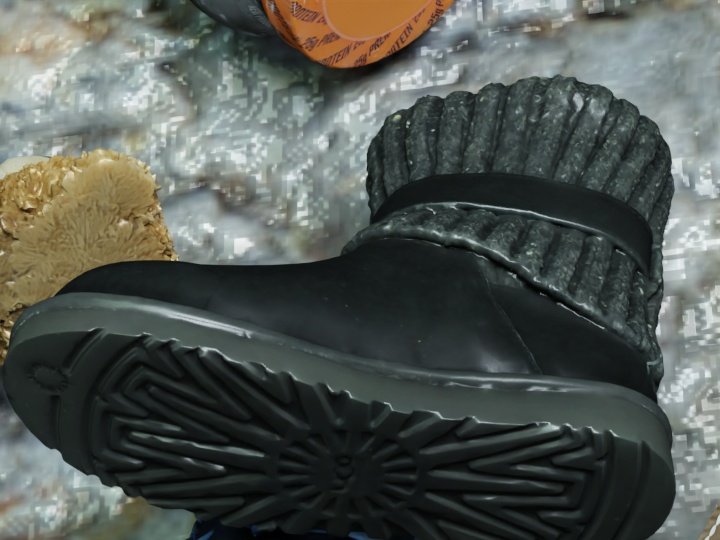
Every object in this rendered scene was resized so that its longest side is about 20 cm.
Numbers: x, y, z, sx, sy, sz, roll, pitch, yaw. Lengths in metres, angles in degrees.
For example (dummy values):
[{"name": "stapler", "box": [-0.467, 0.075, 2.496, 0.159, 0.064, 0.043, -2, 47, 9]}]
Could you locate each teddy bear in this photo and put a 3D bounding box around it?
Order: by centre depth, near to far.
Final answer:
[{"name": "teddy bear", "box": [-0.164, 0.003, 0.798, 0.199, 0.145, 0.067, -29, 30, -4]}]

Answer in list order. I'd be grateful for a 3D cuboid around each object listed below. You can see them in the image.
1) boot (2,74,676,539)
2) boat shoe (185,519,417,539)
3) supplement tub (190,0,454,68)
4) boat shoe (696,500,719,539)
[{"name": "boot", "box": [0.000, 0.002, 0.743, 0.210, 0.080, 0.158, 12, 47, -11]}, {"name": "boat shoe", "box": [-0.022, 0.107, 0.741, 0.084, 0.069, 0.201, -3, 62, 14]}, {"name": "supplement tub", "box": [-0.049, -0.168, 0.862, 0.122, 0.123, 0.200, -42, 60, -8]}, {"name": "boat shoe", "box": [0.066, 0.144, 0.696, 0.072, 0.072, 0.200, 24, 71, 26]}]
